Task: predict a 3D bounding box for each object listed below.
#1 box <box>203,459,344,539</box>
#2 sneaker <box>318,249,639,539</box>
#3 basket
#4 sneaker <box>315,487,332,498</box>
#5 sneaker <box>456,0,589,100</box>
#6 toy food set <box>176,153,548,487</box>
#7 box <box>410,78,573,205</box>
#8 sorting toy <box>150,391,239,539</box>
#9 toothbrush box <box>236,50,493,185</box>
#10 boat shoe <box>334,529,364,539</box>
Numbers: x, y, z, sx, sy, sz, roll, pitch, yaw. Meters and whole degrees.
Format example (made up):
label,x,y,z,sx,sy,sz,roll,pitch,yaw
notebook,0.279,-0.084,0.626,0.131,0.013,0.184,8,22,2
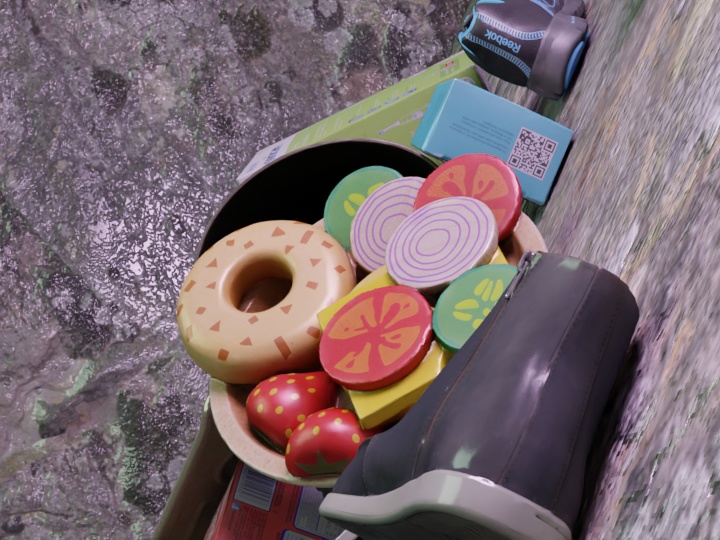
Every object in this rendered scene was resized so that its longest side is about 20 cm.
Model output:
label,x,y,z,sx,sy,sz,roll,pitch,yaw
box,-0.055,0.221,0.919,0.201,0.102,0.095,-77,9,-45
sneaker,0.050,0.064,0.639,0.107,0.074,0.200,-63,10,-17
basket,0.000,0.000,1.102,0.200,0.179,0.137,24,-136,-77
sneaker,0.033,0.041,0.875,0.088,0.075,0.200,-53,3,43
sneaker,0.113,-0.172,1.167,0.200,0.081,0.074,-74,5,-80
toy food set,0.006,0.021,0.837,0.197,0.049,0.201,-30,40,3
box,0.081,-0.085,1.070,0.200,0.082,0.050,-97,31,-85
sorting toy,-0.038,0.116,1.030,0.037,0.183,0.201,58,145,30
toothbrush box,0.015,-0.088,1.273,0.198,0.087,0.146,-24,10,7
boat shoe,-0.013,0.177,0.797,0.200,0.062,0.075,-44,-20,-3
